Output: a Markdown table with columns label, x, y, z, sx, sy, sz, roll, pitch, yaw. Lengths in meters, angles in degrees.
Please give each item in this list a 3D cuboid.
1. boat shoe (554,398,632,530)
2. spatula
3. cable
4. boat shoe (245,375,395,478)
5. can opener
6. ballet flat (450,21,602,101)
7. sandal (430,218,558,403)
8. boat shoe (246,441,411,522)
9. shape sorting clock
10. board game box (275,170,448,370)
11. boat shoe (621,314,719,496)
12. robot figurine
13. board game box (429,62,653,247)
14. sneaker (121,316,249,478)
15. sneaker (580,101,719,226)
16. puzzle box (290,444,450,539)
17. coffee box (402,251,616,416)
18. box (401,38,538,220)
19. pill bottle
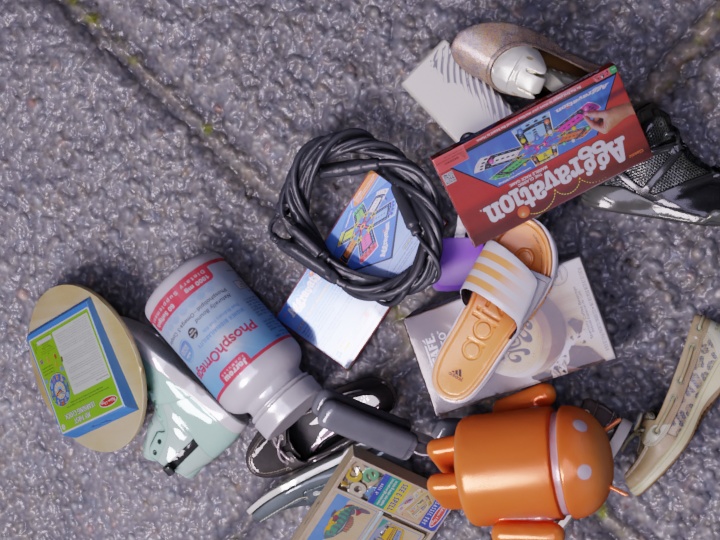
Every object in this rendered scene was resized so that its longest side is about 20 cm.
| label | x | y | z | sx | sy | sz | roll | pitch | yaw |
| --- | --- | --- | --- | --- | --- | --- | --- | --- | --- |
| boat shoe | 0.216 | 0.233 | 1.248 | 0.059 | 0.072 | 0.201 | 34 | 98 | 12 |
| spatula | 0.109 | -0.059 | 1.217 | 0.056 | 0.021 | 0.201 | -1 | 131 | -3 |
| cable | 0.008 | -0.055 | 1.239 | 0.199 | 0.051 | 0.164 | 32 | 96 | 9 |
| boat shoe | -0.052 | 0.178 | 1.301 | 0.199 | 0.057 | 0.067 | -30 | 90 | 13 |
| can opener | 0.047 | 0.164 | 1.239 | 0.199 | 0.053 | 0.067 | 25 | 103 | -23 |
| ballet flat | 0.186 | -0.196 | 1.159 | 0.199 | 0.067 | 0.068 | 11 | 124 | -23 |
| sandal | 0.133 | 0.042 | 1.164 | 0.079 | 0.059 | 0.208 | 27 | 93 | 16 |
| boat shoe | -0.034 | 0.243 | 1.298 | 0.199 | 0.073 | 0.062 | -29 | 87 | 8 |
| shape sorting clock | -0.314 | 0.112 | 1.327 | 0.199 | 0.039 | 0.202 | 11 | 107 | 38 |
| board game box | 0.000 | 0.000 | 1.283 | 0.103 | 0.019 | 0.201 | 35 | 102 | 4 |
| boat shoe | 0.330 | 0.144 | 1.218 | 0.062 | 0.073 | 0.201 | 32 | 91 | 12 |
| robot figurine | 0.169 | 0.196 | 1.172 | 0.199 | 0.144 | 0.117 | -8 | 111 | 18 |
| board game box | 0.179 | -0.113 | 1.142 | 0.199 | 0.019 | 0.103 | -28 | 109 | 4 |
| sneaker | -0.238 | 0.151 | 1.326 | 0.200 | 0.074 | 0.118 | 42 | 100 | 3 |
| sneaker | 0.333 | -0.107 | 1.182 | 0.198 | 0.076 | 0.115 | 11 | 105 | 15 |
| puzzle box | -0.001 | 0.300 | 1.284 | 0.132 | 0.025 | 0.201 | 26 | 110 | -15 |
| coffee box | 0.159 | 0.068 | 1.234 | 0.199 | 0.080 | 0.114 | -20 | 90 | 13 |
| box | 0.137 | -0.147 | 1.216 | 0.068 | 0.082 | 0.200 | -45 | 88 | 11 |
| pill bottle | -0.136 | 0.084 | 1.270 | 0.109 | 0.109 | 0.200 | -45 | 79 | 12 |
